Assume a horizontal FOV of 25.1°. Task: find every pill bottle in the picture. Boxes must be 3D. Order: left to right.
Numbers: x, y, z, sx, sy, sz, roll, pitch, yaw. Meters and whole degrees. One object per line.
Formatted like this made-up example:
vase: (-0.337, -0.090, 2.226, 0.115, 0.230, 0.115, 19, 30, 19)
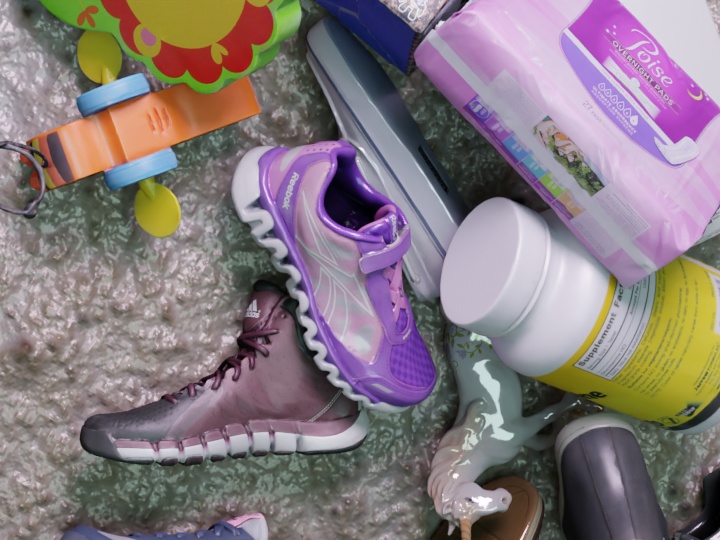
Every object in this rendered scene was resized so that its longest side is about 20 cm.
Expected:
pill bottle: (0.155, 0.026, 1.051, 0.198, 0.112, 0.113, 22, 92, -27)

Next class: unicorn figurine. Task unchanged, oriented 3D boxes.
unicorn figurine: (0.100, 0.092, 1.127, 0.136, 0.074, 0.202, -13, 81, -14)

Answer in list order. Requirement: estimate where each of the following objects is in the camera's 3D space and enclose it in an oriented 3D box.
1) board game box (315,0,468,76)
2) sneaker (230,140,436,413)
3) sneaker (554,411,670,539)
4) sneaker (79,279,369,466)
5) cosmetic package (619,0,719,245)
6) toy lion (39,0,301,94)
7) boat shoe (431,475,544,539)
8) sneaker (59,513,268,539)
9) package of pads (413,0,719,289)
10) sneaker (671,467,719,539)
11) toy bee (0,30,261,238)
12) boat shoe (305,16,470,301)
board game box: (0.058, -0.239, 1.011, 0.097, 0.159, 0.201, 39, 87, 1)
sneaker: (0.000, 0.000, 1.047, 0.088, 0.081, 0.201, -21, 106, 35)
sneaker: (0.176, 0.196, 1.100, 0.074, 0.107, 0.201, -16, 138, 8)
sneaker: (-0.090, 0.065, 1.079, 0.198, 0.076, 0.117, -2, 93, -24)
cosmetic package: (0.194, -0.124, 1.097, 0.084, 0.108, 0.202, -25, 104, -9)
toy lion: (-0.129, -0.197, 0.972, 0.069, 0.198, 0.194, -39, 114, -50)
boat shoe: (0.079, 0.244, 1.149, 0.072, 0.072, 0.202, 36, 76, -45)
sneaker: (-0.106, 0.196, 1.098, 0.198, 0.070, 0.083, 24, 75, -18)
package of pads: (0.137, -0.101, 0.983, 0.200, 0.076, 0.121, 45, 51, -5)
sneaker: (0.252, 0.234, 1.186, 0.084, 0.074, 0.201, 29, 81, -10)
toy bee: (-0.168, -0.088, 1.029, 0.198, 0.108, 0.133, 2, 83, -36)
boat shoe: (0.011, -0.070, 1.079, 0.065, 0.074, 0.201, -30, 93, 19)
